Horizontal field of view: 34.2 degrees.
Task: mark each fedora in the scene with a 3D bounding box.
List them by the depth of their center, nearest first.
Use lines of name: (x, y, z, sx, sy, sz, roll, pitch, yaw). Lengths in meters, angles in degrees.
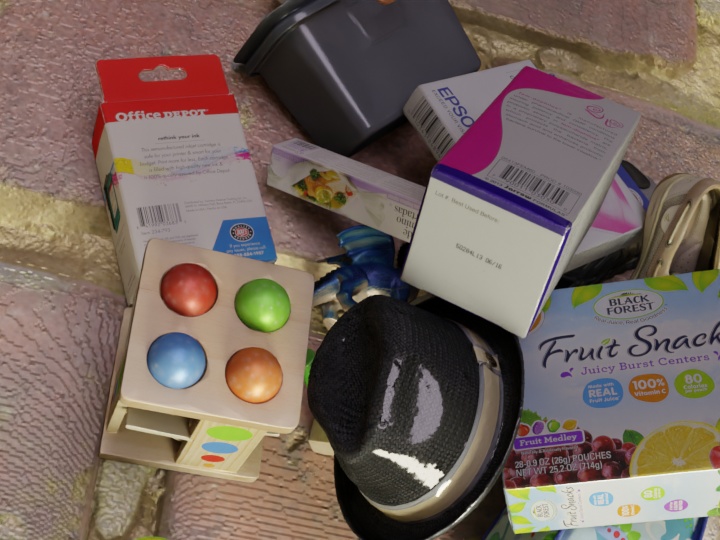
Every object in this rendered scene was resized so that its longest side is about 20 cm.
fedora: (0.021, 0.088, 0.816, 0.092, 0.200, 0.201, 35, 55, -31)

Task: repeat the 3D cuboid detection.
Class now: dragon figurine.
dragon figurine: (0.000, 0.000, 0.999, 0.199, 0.059, 0.100, 4, 62, -23)

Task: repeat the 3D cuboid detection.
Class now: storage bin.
storage bin: (0.013, -0.200, 1.066, 0.200, 0.146, 0.134, -35, 91, -30)

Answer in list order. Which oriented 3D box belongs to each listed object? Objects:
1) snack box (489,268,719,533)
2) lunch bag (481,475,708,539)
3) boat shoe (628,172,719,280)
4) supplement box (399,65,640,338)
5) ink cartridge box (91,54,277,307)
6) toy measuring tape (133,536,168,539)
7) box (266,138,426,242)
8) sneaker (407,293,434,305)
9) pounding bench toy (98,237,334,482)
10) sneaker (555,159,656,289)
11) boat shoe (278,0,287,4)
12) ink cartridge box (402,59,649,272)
snack box: (0.196, 0.088, 0.821, 0.199, 0.068, 0.169, -6, 47, 9)
lunch bag: (0.183, 0.188, 0.912, 0.127, 0.170, 0.200, 40, 59, -2)
boat shoe: (0.270, 0.019, 0.992, 0.072, 0.065, 0.201, 8, 97, -18)
supplement box: (0.121, -0.057, 0.859, 0.101, 0.104, 0.200, 26, 39, 13)
ink cartridge box: (-0.154, -0.078, 0.978, 0.116, 0.067, 0.200, -7, 68, -23)
toy measuring tape: (-0.186, 0.224, 0.819, 0.199, 0.074, 0.074, 2, 65, -20)
box: (0.011, -0.062, 0.990, 0.200, 0.039, 0.041, 23, 27, 24)
sneaker: (0.108, 0.035, 0.980, 0.086, 0.078, 0.200, 8, 35, 31)
pounding bench toy: (-0.080, 0.076, 0.878, 0.199, 0.156, 0.125, 12, 62, -14)
sneaker: (0.216, -0.051, 1.104, 0.200, 0.075, 0.116, -13, 65, -35)
boat shoe: (-0.034, -0.333, 1.133, 0.074, 0.066, 0.200, 23, 49, 2)
ink cartridge box: (0.167, -0.098, 1.036, 0.200, 0.043, 0.197, -21, 68, -35)
